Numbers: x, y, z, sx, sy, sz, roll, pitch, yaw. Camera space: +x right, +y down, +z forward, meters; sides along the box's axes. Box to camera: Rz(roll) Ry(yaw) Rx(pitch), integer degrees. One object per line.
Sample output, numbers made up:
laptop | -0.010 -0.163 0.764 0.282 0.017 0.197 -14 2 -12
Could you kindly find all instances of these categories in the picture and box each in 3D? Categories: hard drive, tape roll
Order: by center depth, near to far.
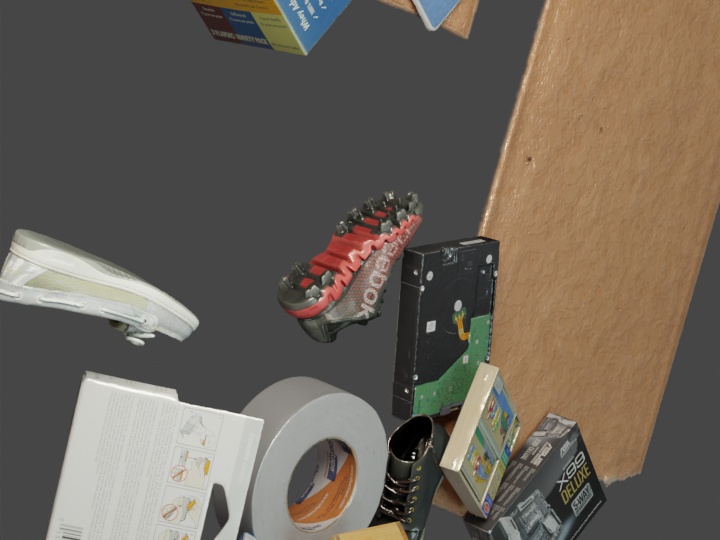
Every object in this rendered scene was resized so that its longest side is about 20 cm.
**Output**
tape roll | -0.061 0.219 1.510 0.199 0.066 0.203 -16 113 -41
hard drive | 0.099 0.067 1.648 0.139 0.038 0.203 -11 109 -44

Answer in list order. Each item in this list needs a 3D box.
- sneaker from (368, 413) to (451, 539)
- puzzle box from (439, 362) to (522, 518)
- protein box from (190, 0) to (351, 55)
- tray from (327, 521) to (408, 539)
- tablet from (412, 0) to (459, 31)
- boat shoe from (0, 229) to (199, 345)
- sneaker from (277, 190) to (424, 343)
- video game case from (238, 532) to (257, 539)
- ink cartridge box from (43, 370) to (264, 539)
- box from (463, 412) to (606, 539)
sneaker | 0.038 0.258 1.597 0.202 0.074 0.106 -67 158 -13
puzzle box | 0.147 0.207 1.691 0.134 0.025 0.200 -66 157 -17
protein box | -0.077 -0.340 1.268 0.201 0.134 0.199 -52 133 -21
tray | -0.043 0.334 1.494 0.098 0.037 0.200 -2 146 -46
tablet | 0.070 -0.369 1.500 0.131 0.014 0.201 -52 132 -21
boat shoe | -0.234 0.026 1.270 0.201 0.074 0.065 26 89 -43
sneaker | 0.000 0.000 1.501 0.200 0.070 0.099 -44 130 -25
video game case | -0.150 0.359 1.360 0.018 0.200 0.144 31 108 -10
ink cartridge box | -0.196 0.210 1.319 0.171 0.044 0.203 13 93 -13
box | 0.231 0.312 1.852 0.200 0.049 0.159 -45 130 -26
